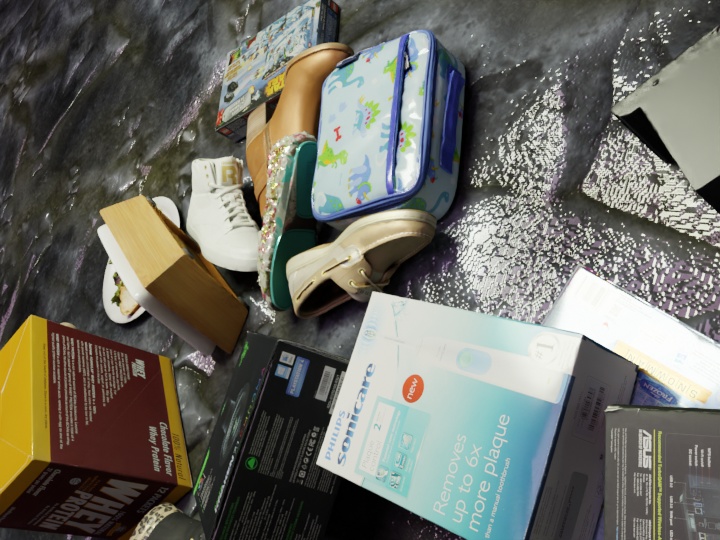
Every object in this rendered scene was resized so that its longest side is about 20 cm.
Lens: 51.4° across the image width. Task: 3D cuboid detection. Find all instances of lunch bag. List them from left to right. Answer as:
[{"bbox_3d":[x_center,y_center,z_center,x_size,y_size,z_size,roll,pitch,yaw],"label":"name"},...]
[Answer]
[{"bbox_3d":[0.030,-0.142,0.784,0.160,0.082,0.202,-8,66,40],"label":"lunch bag"}]

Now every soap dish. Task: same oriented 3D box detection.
[{"bbox_3d":[-0.232,0.002,0.931,0.081,0.157,0.200,-44,43,-3],"label":"soap dish"}]

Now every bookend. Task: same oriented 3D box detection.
[{"bbox_3d":[0.301,-0.082,0.470,0.198,0.092,0.201,-39,49,28],"label":"bookend"}]

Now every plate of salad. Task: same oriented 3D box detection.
[{"bbox_3d":[-0.339,-0.021,1.121,0.199,0.048,0.202,-22,57,38],"label":"plate of salad"}]

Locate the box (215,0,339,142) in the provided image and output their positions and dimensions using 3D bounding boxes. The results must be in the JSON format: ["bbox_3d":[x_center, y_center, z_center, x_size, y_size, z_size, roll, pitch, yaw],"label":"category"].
[{"bbox_3d":[-0.115,-0.273,1.022,0.199,0.040,0.138,-17,59,40],"label":"box"}]

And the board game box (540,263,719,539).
[{"bbox_3d":[0.181,0.126,0.527,0.200,0.041,0.200,-58,42,7],"label":"board game box"}]

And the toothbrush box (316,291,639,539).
[{"bbox_3d":[0.078,0.108,0.548,0.199,0.085,0.148,11,79,49],"label":"toothbrush box"}]

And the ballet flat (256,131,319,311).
[{"bbox_3d":[-0.084,-0.057,0.847,0.064,0.075,0.202,16,96,45],"label":"ballet flat"}]

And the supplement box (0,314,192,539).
[{"bbox_3d":[-0.333,0.194,0.897,0.133,0.199,0.198,-43,46,22],"label":"supplement box"}]

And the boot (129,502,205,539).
[{"bbox_3d":[-0.200,0.350,0.782,0.150,0.073,0.202,5,71,45],"label":"boot"}]

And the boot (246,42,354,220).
[{"bbox_3d":[-0.065,-0.160,0.896,0.200,0.073,0.156,-37,52,41],"label":"boot"}]

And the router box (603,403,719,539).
[{"bbox_3d":[0.213,0.177,0.404,0.149,0.062,0.202,-3,76,34],"label":"router box"}]

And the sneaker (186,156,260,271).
[{"bbox_3d":[-0.167,-0.080,0.929,0.200,0.073,0.117,34,123,49],"label":"sneaker"}]

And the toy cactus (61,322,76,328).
[{"bbox_3d":[-0.475,0.155,1.160,0.199,0.102,0.166,-33,32,33],"label":"toy cactus"}]

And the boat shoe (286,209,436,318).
[{"bbox_3d":[0.000,0.000,0.756,0.199,0.073,0.070,-26,59,43],"label":"boat shoe"}]

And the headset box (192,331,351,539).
[{"bbox_3d":[-0.079,0.153,0.693,0.200,0.092,0.176,173,117,-74],"label":"headset box"}]
